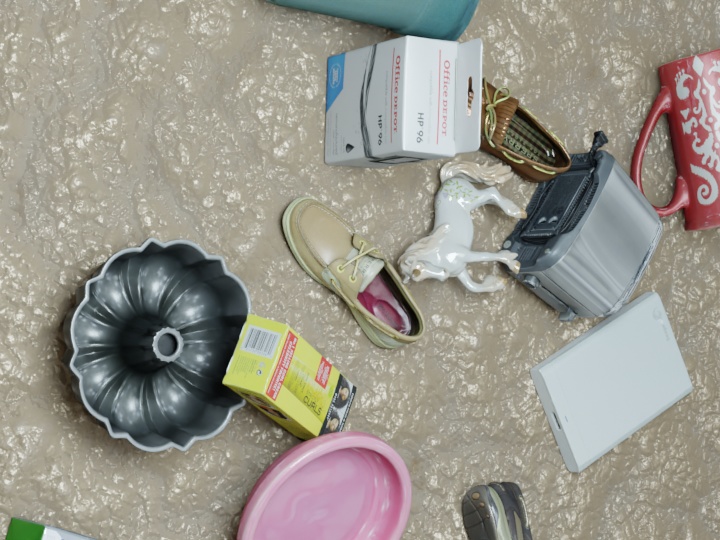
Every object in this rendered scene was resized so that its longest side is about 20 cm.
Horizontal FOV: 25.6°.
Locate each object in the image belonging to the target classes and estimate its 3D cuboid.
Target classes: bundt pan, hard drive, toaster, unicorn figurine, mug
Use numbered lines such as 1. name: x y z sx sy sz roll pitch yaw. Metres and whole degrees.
1. bundt pan: -0.199 0.072 1.526 0.200 0.075 0.205 2 87 -32
2. hard drive: 0.297 0.129 1.863 0.199 0.026 0.133 -30 104 -28
3. toaster: 0.256 -0.042 1.795 0.129 0.113 0.201 43 66 -27
4. unicorn figurine: 0.108 -0.034 1.714 0.136 0.074 0.202 15 50 -15
5. mug: 0.414 -0.155 1.887 0.176 0.133 0.203 -14 93 -33

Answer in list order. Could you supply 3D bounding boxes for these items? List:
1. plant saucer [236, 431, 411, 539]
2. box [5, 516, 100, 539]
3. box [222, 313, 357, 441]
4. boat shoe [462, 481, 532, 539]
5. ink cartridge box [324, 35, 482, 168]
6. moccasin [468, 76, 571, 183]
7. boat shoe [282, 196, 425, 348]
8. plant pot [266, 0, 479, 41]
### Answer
1. plant saucer: -0.042 0.246 1.600 0.199 0.051 0.203 -17 124 -27
2. box: -0.258 0.350 1.469 0.175 0.096 0.203 21 77 -30
3. box: -0.066 0.112 1.563 0.076 0.050 0.200 -69 154 -15
4. boat shoe: 0.173 0.329 1.752 0.073 0.074 0.203 -15 98 -31
5. ink cartridge box: 0.041 -0.171 1.610 0.067 0.199 0.118 3 87 -31
6. moccasin: 0.149 -0.164 1.747 0.201 0.077 0.074 40 70 -20
7. boat shoe: 0.000 0.000 1.658 0.200 0.066 0.074 47 66 -22
8. plant pot: 0.004 -0.335 1.608 0.194 0.200 0.203 2 87 -24
